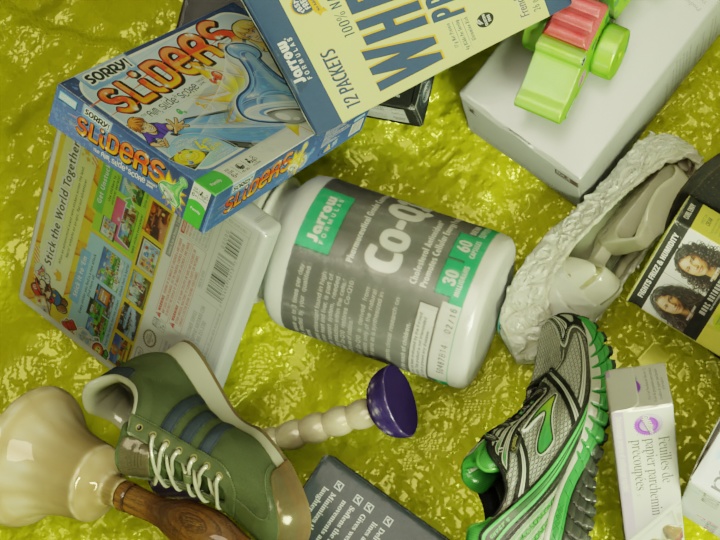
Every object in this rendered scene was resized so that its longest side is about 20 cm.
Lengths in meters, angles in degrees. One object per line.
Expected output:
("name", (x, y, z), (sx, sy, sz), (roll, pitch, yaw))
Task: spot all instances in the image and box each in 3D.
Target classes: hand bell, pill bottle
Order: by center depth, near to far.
("hand bell", (-0.155, 0.157, 1.072), (0.199, 0.104, 0.105), (17, 79, 32))
("pill bottle", (0.000, 0.000, 1.108), (0.199, 0.113, 0.114), (18, 80, 13))

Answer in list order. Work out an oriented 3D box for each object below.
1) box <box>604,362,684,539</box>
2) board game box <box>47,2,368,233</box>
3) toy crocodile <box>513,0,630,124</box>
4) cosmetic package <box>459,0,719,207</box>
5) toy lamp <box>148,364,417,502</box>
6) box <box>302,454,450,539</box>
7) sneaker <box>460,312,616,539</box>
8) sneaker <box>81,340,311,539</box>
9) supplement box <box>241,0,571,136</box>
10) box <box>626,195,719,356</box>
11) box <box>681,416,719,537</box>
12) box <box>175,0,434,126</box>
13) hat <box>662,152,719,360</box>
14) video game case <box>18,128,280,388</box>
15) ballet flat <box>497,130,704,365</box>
("box", (0.185, 0.148, 1.007), (0.038, 0.201, 0.042), (-8, 38, 6))
("board game box", (-0.097, -0.111, 1.079), (0.135, 0.200, 0.035), (34, 128, 14))
("toy crocodile", (0.165, -0.193, 1.071), (0.067, 0.062, 0.201), (29, 83, 17))
("cosmetic package", (0.175, -0.159, 1.135), (0.113, 0.081, 0.200), (39, 87, 16))
("toy lamp", (-0.059, 0.120, 1.102), (0.199, 0.058, 0.059), (-21, 73, 23))
("box", (0.022, 0.244, 1.050), (0.199, 0.107, 0.149), (34, 84, 16))
("sneaker", (0.114, 0.110, 1.021), (0.085, 0.078, 0.201), (17, 56, -1))
("sneaker", (-0.116, 0.122, 1.030), (0.089, 0.068, 0.200), (-13, 38, -28))
("supplement box", (0.004, -0.237, 1.069), (0.199, 0.135, 0.200), (-27, 46, 4))
("box", (0.280, 0.036, 1.031), (0.199, 0.050, 0.076), (32, 122, 8))
("box", (0.297, 0.145, 0.979), (0.176, 0.200, 0.097), (30, 83, 14))
("box", (-0.031, -0.207, 1.200), (0.198, 0.044, 0.161), (12, 80, 12))
("hat", (0.309, -0.022, 1.068), (0.199, 0.081, 0.202), (12, 121, 20))
("video game case", (-0.156, -0.005, 1.116), (0.182, 0.201, 0.023), (35, 40, 16))
("ballet flat", (0.171, -0.017, 1.100), (0.072, 0.072, 0.200), (36, 84, 16))
